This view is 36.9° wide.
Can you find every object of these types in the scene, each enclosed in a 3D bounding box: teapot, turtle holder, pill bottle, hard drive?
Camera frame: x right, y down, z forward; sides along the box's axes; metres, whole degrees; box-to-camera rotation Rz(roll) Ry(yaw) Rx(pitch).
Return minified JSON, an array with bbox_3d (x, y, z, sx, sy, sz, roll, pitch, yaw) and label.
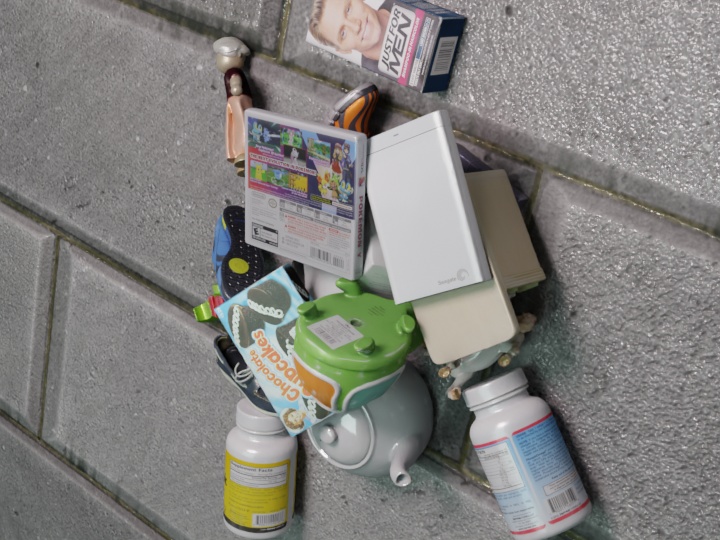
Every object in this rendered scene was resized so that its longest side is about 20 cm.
[{"bbox_3d":[-0.009,0.203,1.497,0.200,0.146,0.198,-22,87,41],"label":"teapot"},{"bbox_3d":[-0.007,0.092,1.337,0.140,0.186,0.132,18,124,11],"label":"turtle holder"},{"bbox_3d":[-0.153,0.299,1.659,0.111,0.111,0.201,17,111,34],"label":"pill bottle"},{"bbox_3d":[0.204,0.230,1.358,0.109,0.109,0.201,-26,84,40],"label":"pill bottle"},{"bbox_3d":[0.071,-0.071,1.264,0.132,0.027,0.201,-17,87,40],"label":"hard drive"}]

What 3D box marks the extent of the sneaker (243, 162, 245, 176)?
[{"bbox_3d":[-0.108,-0.102,1.517,0.093,0.070,0.200,37,149,20],"label":"sneaker"}]

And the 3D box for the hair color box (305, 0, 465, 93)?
[{"bbox_3d":[0.029,-0.309,1.389,0.200,0.060,0.100,30,118,30],"label":"hair color box"}]

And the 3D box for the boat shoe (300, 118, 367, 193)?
[{"bbox_3d":[-0.047,-0.162,1.388,0.199,0.073,0.063,24,123,25],"label":"boat shoe"}]

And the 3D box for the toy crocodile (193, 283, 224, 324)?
[{"bbox_3d":[-0.193,0.052,1.641,0.200,0.062,0.068,-4,100,58],"label":"toy crocodile"}]

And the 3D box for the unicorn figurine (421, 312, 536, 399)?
[{"bbox_3d":[0.141,0.105,1.380,0.199,0.137,0.074,-18,100,21],"label":"unicorn figurine"}]

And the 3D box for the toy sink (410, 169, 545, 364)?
[{"bbox_3d":[0.135,-0.005,1.312,0.130,0.112,0.201,-26,81,39],"label":"toy sink"}]

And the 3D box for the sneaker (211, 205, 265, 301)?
[{"bbox_3d":[-0.184,-0.006,1.587,0.201,0.066,0.079,-100,29,-46],"label":"sneaker"}]

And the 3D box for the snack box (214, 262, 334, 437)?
[{"bbox_3d":[-0.092,0.105,1.421,0.116,0.037,0.200,-31,91,18],"label":"snack box"}]

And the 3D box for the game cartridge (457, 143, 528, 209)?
[{"bbox_3d":[0.120,-0.050,1.403,0.130,0.038,0.200,38,122,20],"label":"game cartridge"}]

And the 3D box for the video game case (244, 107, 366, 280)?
[{"bbox_3d":[-0.073,-0.099,1.360,0.200,0.023,0.183,19,116,39],"label":"video game case"}]

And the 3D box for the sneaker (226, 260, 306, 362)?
[{"bbox_3d":[-0.122,0.055,1.519,0.114,0.200,0.076,12,145,-5],"label":"sneaker"}]

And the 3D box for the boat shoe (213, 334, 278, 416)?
[{"bbox_3d":[-0.155,0.153,1.628,0.200,0.075,0.062,34,156,47],"label":"boat shoe"}]

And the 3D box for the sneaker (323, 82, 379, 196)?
[{"bbox_3d":[-0.004,-0.154,1.455,0.112,0.077,0.200,48,137,14],"label":"sneaker"}]

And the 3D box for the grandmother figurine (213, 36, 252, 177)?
[{"bbox_3d":[-0.175,-0.243,1.545,0.121,0.060,0.201,120,140,-71],"label":"grandmother figurine"}]

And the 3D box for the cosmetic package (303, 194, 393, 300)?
[{"bbox_3d":[0.000,0.000,1.431,0.200,0.081,0.113,-45,40,51],"label":"cosmetic package"}]
